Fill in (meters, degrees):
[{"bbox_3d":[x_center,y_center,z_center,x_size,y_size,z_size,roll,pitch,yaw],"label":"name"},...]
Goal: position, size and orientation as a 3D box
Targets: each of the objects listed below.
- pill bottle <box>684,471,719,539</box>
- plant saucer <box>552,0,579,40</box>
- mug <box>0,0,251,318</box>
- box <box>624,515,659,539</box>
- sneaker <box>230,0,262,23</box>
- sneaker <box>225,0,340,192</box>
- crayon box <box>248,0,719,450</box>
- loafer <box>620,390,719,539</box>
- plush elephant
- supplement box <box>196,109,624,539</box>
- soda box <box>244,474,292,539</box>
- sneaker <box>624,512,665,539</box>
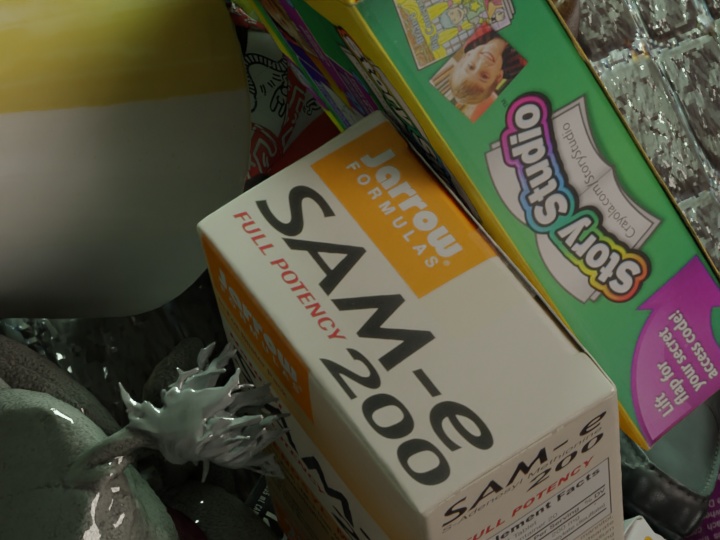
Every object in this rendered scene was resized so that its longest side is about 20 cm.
[{"bbox_3d":[0.190,0.149,1.299,0.112,0.112,0.201,24,51,-45],"label":"pill bottle"},{"bbox_3d":[0.020,-0.148,1.093,0.200,0.032,0.201,36,32,-26],"label":"plant saucer"},{"bbox_3d":[-0.146,-0.066,0.944,0.153,0.149,0.188,-12,85,-48],"label":"mug"},{"bbox_3d":[0.109,0.214,1.137,0.200,0.112,0.101,53,40,-18],"label":"box"},{"bbox_3d":[-0.045,-0.140,1.086,0.199,0.076,0.077,22,31,-23],"label":"sneaker"},{"bbox_3d":[-0.046,-0.099,1.158,0.108,0.067,0.202,54,42,-18],"label":"sneaker"},{"bbox_3d":[0.031,-0.058,0.928,0.200,0.058,0.173,54,-6,-34],"label":"crayon box"},{"bbox_3d":[0.130,0.046,1.241,0.068,0.070,0.201,35,22,-15],"label":"loafer"},{"bbox_3d":[-0.089,0.100,0.906,0.155,0.199,0.165,50,23,-54],"label":"plush elephant"},{"bbox_3d":[0.021,0.062,0.907,0.126,0.073,0.200,50,-15,30],"label":"supplement box"},{"bbox_3d":[0.020,0.040,1.072,0.063,0.071,0.201,29,71,2],"label":"soda box"},{"bbox_3d":[0.127,0.165,1.202,0.200,0.075,0.085,46,20,15],"label":"sneaker"}]
